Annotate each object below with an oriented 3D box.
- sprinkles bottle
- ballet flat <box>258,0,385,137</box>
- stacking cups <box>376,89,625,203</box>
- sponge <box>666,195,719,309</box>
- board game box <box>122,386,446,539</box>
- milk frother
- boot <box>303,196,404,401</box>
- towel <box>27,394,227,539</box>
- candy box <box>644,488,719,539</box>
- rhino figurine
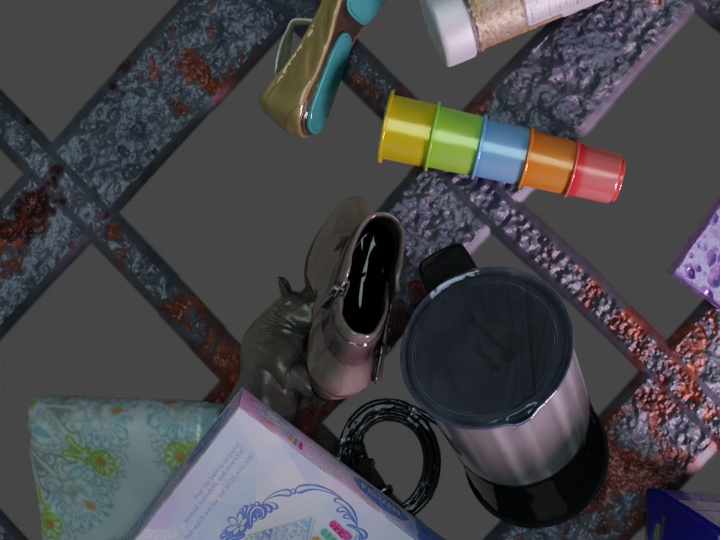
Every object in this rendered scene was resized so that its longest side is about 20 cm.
[{"bbox_3d":[0.148,-0.234,0.799,0.197,0.068,0.069,-22,85,3],"label":"sprinkles bottle"},{"bbox_3d":[-0.026,-0.210,0.815,0.062,0.069,0.203,26,88,19],"label":"ballet flat"},{"bbox_3d":[0.113,-0.094,0.797,0.196,0.061,0.062,14,88,5],"label":"stacking cups"},{"bbox_3d":[0.359,0.014,0.787,0.199,0.030,0.112,36,90,5],"label":"sponge"},{"bbox_3d":[-0.069,0.223,0.717,0.198,0.043,0.201,38,99,-13],"label":"board game box"},{"bbox_3d":[0.061,0.107,0.722,0.199,0.189,0.180,-41,52,-7],"label":"milk frother"},{"bbox_3d":[0.000,0.000,0.725,0.069,0.147,0.203,10,61,-8],"label":"boot"},{"bbox_3d":[-0.173,0.198,0.776,0.168,0.048,0.204,-1,102,13],"label":"towel"},{"bbox_3d":[0.254,0.255,0.695,0.075,0.200,0.173,3,87,5],"label":"candy box"},{"bbox_3d":[-0.060,0.082,0.801,0.086,0.060,0.204,18,86,8],"label":"rhino figurine"}]
